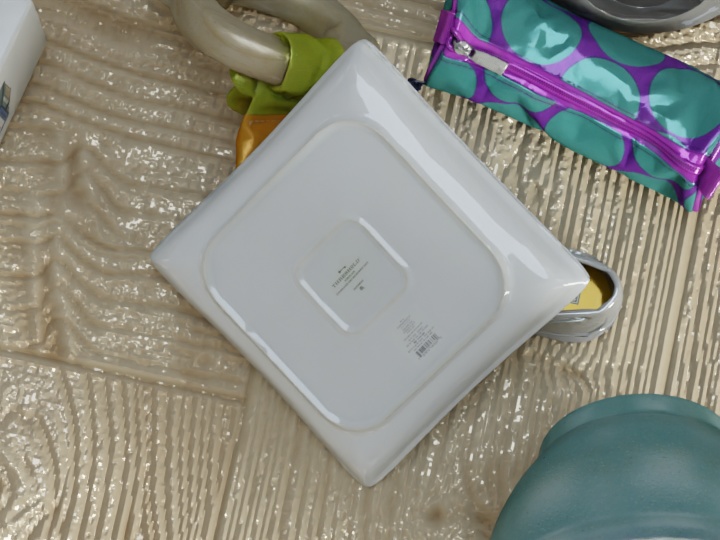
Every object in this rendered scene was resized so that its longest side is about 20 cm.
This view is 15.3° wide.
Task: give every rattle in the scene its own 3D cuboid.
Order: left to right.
[{"bbox_3d":[-0.094,-0.139,1.682,0.200,0.143,0.130,32,45,21],"label":"rattle"}]

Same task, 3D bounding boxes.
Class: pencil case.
[{"bbox_3d":[0.135,-0.111,1.649,0.200,0.092,0.085,25,112,2],"label":"pencil case"}]

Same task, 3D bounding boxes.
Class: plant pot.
[{"bbox_3d":[0.164,0.157,1.554,0.200,0.200,0.134,2,50,-1],"label":"plant pot"}]

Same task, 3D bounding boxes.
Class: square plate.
[{"bbox_3d":[0.000,0.000,1.598,0.198,0.028,0.200,47,111,4],"label":"square plate"}]

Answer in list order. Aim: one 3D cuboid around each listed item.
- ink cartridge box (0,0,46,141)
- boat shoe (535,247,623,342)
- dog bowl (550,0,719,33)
[{"bbox_3d":[-0.298,-0.092,1.636,0.145,0.088,0.200,22,76,4],"label":"ink cartridge box"},{"bbox_3d":[0.062,0.002,1.633,0.200,0.070,0.071,11,77,0],"label":"boat shoe"},{"bbox_3d":[0.178,-0.237,1.681,0.200,0.059,0.200,-1,66,3],"label":"dog bowl"}]
